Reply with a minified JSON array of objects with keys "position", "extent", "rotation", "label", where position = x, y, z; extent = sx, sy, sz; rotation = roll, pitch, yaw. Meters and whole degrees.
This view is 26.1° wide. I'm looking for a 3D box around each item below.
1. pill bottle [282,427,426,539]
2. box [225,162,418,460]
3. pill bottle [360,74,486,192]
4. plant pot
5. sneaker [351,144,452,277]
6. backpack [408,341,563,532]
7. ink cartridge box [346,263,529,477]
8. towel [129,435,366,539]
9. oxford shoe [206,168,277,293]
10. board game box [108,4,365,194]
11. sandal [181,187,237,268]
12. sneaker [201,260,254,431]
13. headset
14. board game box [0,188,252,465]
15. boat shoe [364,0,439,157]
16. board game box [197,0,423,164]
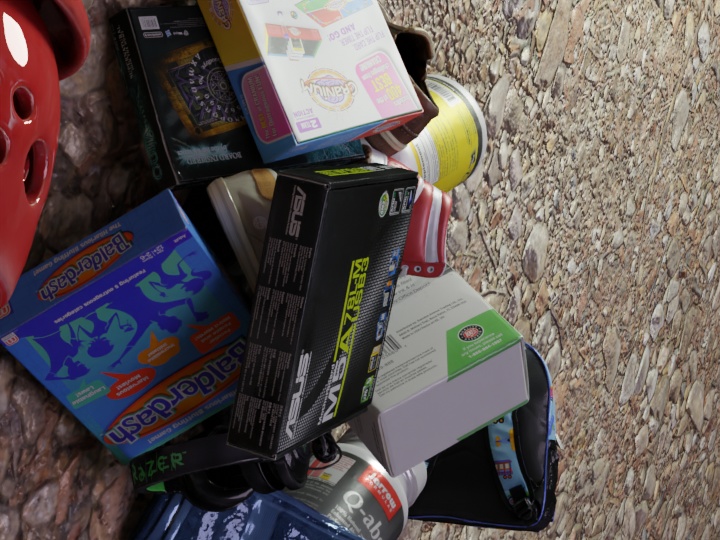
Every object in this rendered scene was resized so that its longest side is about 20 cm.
[{"position":[-0.026,0.234,1.449],"extent":[0.200,0.116,0.116],"rotation":[-45,138,-44],"label":"pill bottle"},{"position":[-0.024,0.022,1.144],"extent":[0.193,0.047,0.201],"rotation":[-16,120,-71],"label":"box"},{"position":[0.024,-0.102,1.408],"extent":[0.200,0.112,0.113],"rotation":[-33,129,-51],"label":"pill bottle"},{"position":[-0.255,-0.095,0.833],"extent":[0.200,0.200,0.183],"rotation":[48,52,-56],"label":"plant pot"},{"position":[0.000,0.000,1.305],"extent":[0.112,0.071,0.200],"rotation":[24,114,-23],"label":"sneaker"},{"position":[0.126,0.170,1.647],"extent":[0.135,0.182,0.201],"rotation":[33,61,-68],"label":"backpack"},{"position":[0.032,0.063,1.357],"extent":[0.146,0.200,0.084],"rotation":[-27,133,-15],"label":"ink cartridge box"},{"position":[-0.088,0.235,1.296],"extent":[0.200,0.049,0.112],"rotation":[34,66,-17],"label":"towel"},{"position":[-0.060,-0.002,1.172],"extent":[0.058,0.075,0.200],"rotation":[-26,138,-6],"label":"oxford shoe"},{"position":[-0.090,-0.136,1.183],"extent":[0.200,0.028,0.136],"rotation":[-12,85,-46],"label":"board game box"},{"position":[-0.111,-0.038,1.197],"extent":[0.201,0.075,0.048],"rotation":[-56,177,-17],"label":"sandal"},{"position":[-0.119,0.070,1.268],"extent":[0.098,0.071,0.201],"rotation":[-23,126,-45],"label":"sneaker"},{"position":[-0.091,0.135,1.218],"extent":[0.200,0.123,0.094],"rotation":[5,69,-49],"label":"headset"},{"position":[-0.156,0.047,1.129],"extent":[0.152,0.045,0.200],"rotation":[-31,142,1],"label":"board game box"},{"position":[0.033,-0.180,1.336],"extent":[0.075,0.075,0.203],"rotation":[40,27,-38],"label":"boat shoe"},{"position":[-0.048,-0.193,1.192],"extent":[0.153,0.040,0.200],"rotation":[-19,86,-46],"label":"board game box"}]
